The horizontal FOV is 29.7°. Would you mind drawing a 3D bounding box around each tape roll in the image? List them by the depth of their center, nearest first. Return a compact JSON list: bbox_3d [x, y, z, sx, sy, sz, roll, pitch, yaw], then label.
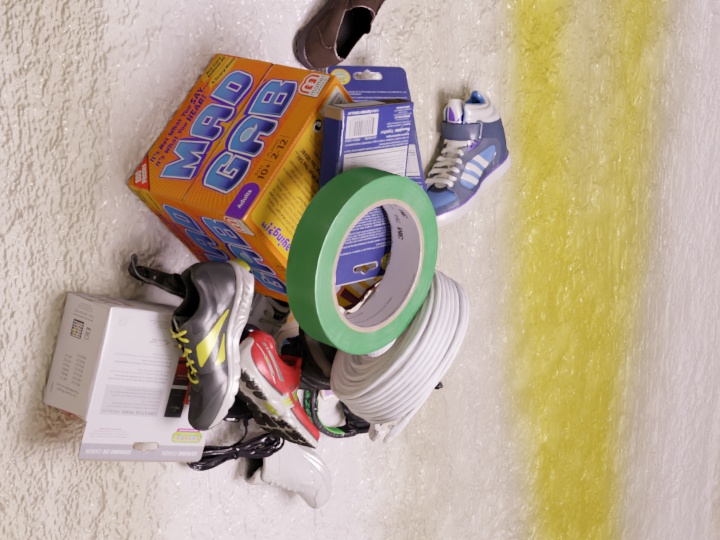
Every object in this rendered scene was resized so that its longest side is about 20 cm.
[{"bbox_3d":[0.005,-0.011,1.489,0.200,0.048,0.202,-21,119,-43],"label":"tape roll"}]

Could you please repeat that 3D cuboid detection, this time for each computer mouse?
[{"bbox_3d":[-0.178,0.156,1.705,0.139,0.046,0.201,-15,119,-13],"label":"computer mouse"}]

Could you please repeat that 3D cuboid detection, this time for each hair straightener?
[{"bbox_3d":[-0.198,0.018,1.622,0.200,0.077,0.041,28,83,-50],"label":"hair straightener"}]

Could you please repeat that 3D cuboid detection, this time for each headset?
[{"bbox_3d":[0.016,0.170,1.914,0.199,0.094,0.124,-13,113,-35],"label":"headset"}]

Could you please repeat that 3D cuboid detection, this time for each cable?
[{"bbox_3d":[0.043,0.085,1.619,0.069,0.200,0.200,35,103,-24],"label":"cable"}]

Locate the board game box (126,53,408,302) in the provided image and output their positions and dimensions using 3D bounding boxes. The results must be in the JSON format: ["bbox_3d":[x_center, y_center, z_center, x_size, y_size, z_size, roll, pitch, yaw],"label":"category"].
[{"bbox_3d":[-0.104,-0.103,1.594,0.200,0.199,0.200,-58,139,-18],"label":"board game box"}]

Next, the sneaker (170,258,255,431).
[{"bbox_3d":[-0.182,0.081,1.549,0.084,0.074,0.202,9,92,-32],"label":"sneaker"}]

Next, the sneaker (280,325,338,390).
[{"bbox_3d":[-0.064,0.109,1.735,0.199,0.113,0.077,50,40,-65],"label":"sneaker"}]

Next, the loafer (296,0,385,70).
[{"bbox_3d":[-0.001,-0.331,1.739,0.201,0.071,0.073,-59,138,-18],"label":"loafer"}]

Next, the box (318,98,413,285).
[{"bbox_3d":[0.003,-0.088,1.530,0.121,0.032,0.201,-12,113,-47],"label":"box"}]

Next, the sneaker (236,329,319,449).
[{"bbox_3d":[-0.092,0.148,1.669,0.085,0.077,0.200,-59,141,-26],"label":"sneaker"}]

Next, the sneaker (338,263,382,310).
[{"bbox_3d":[0.000,0.000,1.710,0.199,0.075,0.091,-9,111,-9],"label":"sneaker"}]

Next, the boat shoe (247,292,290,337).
[{"bbox_3d":[-0.122,0.044,1.728,0.073,0.067,0.201,11,94,-50],"label":"boat shoe"}]

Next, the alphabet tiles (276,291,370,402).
[{"bbox_3d":[-0.019,0.077,1.834,0.194,0.015,0.201,-14,113,-18],"label":"alphabet tiles"}]

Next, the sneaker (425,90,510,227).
[{"bbox_3d":[0.131,-0.171,1.954,0.200,0.080,0.147,-41,123,-29],"label":"sneaker"}]

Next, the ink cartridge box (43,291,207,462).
[{"bbox_3d":[-0.259,0.127,1.581,0.199,0.084,0.177,12,93,-50],"label":"ink cartridge box"}]

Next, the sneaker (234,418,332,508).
[{"bbox_3d":[-0.112,0.260,1.821,0.099,0.078,0.201,-44,124,-22],"label":"sneaker"}]

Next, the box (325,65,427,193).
[{"bbox_3d":[0.017,-0.165,1.752,0.120,0.032,0.201,-3,78,-26],"label":"box"}]
